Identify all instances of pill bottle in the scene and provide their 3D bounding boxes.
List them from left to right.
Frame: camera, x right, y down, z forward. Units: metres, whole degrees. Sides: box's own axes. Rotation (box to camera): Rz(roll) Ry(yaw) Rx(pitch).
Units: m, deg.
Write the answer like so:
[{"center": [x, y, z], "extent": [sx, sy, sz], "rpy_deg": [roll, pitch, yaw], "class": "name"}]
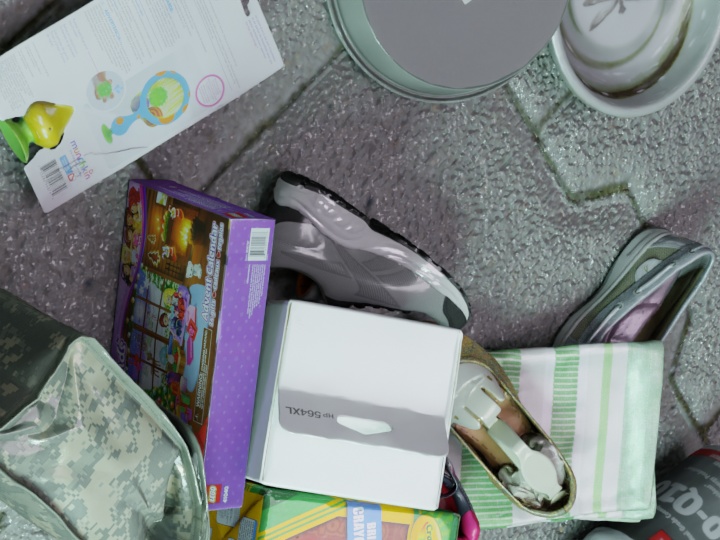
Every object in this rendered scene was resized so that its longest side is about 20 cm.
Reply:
[{"center": [0.258, 0.246, 1.872], "extent": [0.200, 0.114, 0.114], "rpy_deg": [-33, 121, -27], "class": "pill bottle"}]

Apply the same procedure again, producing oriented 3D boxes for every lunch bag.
[{"center": [-0.193, 0.114, 1.450], "extent": [0.118, 0.164, 0.200], "rpy_deg": [-49, 127, -14], "class": "lunch bag"}]

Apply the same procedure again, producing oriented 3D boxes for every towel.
[{"center": [0.148, 0.135, 1.773], "extent": [0.199, 0.023, 0.153], "rpy_deg": [-2, 104, -16], "class": "towel"}]

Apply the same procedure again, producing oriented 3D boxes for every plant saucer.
[{"center": [0.209, -0.224, 1.743], "extent": [0.199, 0.050, 0.201], "rpy_deg": [-12, 110, -36], "class": "plant saucer"}]

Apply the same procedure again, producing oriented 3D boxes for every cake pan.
[{"center": [0.072, -0.220, 1.613], "extent": [0.199, 0.037, 0.201], "rpy_deg": [-5, 105, -21], "class": "cake pan"}]

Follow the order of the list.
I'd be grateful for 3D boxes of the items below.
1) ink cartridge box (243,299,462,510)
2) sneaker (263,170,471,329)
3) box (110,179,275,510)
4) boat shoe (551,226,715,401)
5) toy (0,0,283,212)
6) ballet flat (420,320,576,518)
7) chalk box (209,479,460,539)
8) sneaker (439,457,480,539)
[{"center": [-0.015, 0.091, 1.529], "extent": [0.128, 0.200, 0.126], "rpy_deg": [9, 86, -15], "class": "ink cartridge box"}, {"center": [0.000, 0.000, 1.637], "extent": [0.200, 0.074, 0.080], "rpy_deg": [30, 93, -33], "class": "sneaker"}, {"center": [-0.120, 0.048, 1.506], "extent": [0.039, 0.137, 0.201], "rpy_deg": [0, 103, -35], "class": "box"}, {"center": [0.218, 0.056, 1.819], "extent": [0.202, 0.065, 0.074], "rpy_deg": [-54, 127, -12], "class": "boat shoe"}, {"center": [-0.158, -0.140, 1.483], "extent": [0.200, 0.047, 0.116], "rpy_deg": [-36, 125, -21], "class": "toy"}, {"center": [0.103, 0.118, 1.709], "extent": [0.071, 0.071, 0.200], "rpy_deg": [-47, 112, -18], "class": "ballet flat"}, {"center": [-0.012, 0.219, 1.563], "extent": [0.199, 0.124, 0.126], "rpy_deg": [9, 88, -27], "class": "chalk box"}, {"center": [0.027, 0.133, 1.678], "extent": [0.081, 0.075, 0.200], "rpy_deg": [-44, 114, -18], "class": "sneaker"}]
